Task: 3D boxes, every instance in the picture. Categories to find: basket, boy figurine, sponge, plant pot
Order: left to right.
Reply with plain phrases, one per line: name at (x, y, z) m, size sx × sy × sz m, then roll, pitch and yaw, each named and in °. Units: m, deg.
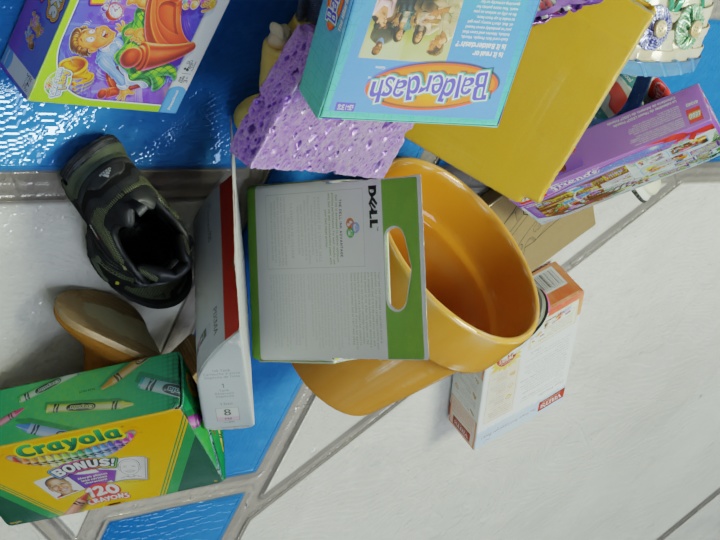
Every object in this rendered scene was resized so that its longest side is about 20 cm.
boy figurine at (-0.037, -0.174, 1.238) m, size 0.124 × 0.064 × 0.201 m, roll -24°, pitch 148°, yaw -51°
sponge at (-0.013, -0.127, 1.235) m, size 0.112 × 0.030 × 0.199 m, roll -58°, pitch 156°, yaw 18°
plant pot at (0.031, 0.032, 1.458) m, size 0.199 × 0.202 × 0.183 m, roll 4°, pitch 142°, yaw -49°
basket at (0.214, -0.207, 1.402) m, size 0.175 × 0.139 × 0.201 m, roll -11°, pitch 138°, yaw -40°

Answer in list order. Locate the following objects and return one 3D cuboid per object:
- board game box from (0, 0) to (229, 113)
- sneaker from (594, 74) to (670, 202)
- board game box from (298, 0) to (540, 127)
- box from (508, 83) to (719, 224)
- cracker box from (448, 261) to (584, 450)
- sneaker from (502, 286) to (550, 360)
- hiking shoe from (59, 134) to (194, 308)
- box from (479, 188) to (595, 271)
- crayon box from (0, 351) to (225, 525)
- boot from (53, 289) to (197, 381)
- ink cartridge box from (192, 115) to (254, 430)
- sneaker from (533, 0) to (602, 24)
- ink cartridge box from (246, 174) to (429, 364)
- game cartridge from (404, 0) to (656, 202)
board game box at (-0.149, -0.206, 1.096) m, size 0.134 × 0.045 × 0.201 m, roll -1°, pitch 130°, yaw -47°
sneaker at (0.286, -0.141, 1.621) m, size 0.093 × 0.071 × 0.200 m, roll -40°, pitch 146°, yaw 8°
board game box at (0.054, -0.199, 1.109) m, size 0.150 × 0.045 × 0.202 m, roll 0°, pitch 125°, yaw -27°
box at (0.240, -0.106, 1.502) m, size 0.198 × 0.040 × 0.137 m, roll -21°, pitch 165°, yaw 15°
cracker box at (0.172, 0.098, 1.794) m, size 0.133 × 0.058 × 0.201 m, roll -26°, pitch 143°, yaw -23°
sneaker at (0.097, 0.050, 1.598) m, size 0.197 × 0.074 × 0.088 m, roll -13°, pitch 153°, yaw -5°
hiking shoe at (-0.170, -0.013, 1.249) m, size 0.075 × 0.101 × 0.201 m, roll -36°, pitch 148°, yaw -8°
box at (0.157, -0.040, 1.648) m, size 0.199 × 0.021 × 0.164 m, roll -37°, pitch 147°, yaw -11°
crayon box at (-0.223, 0.142, 1.325) m, size 0.197 × 0.059 × 0.119 m, roll -12°, pitch 141°, yaw 8°
boot at (-0.221, 0.100, 1.360) m, size 0.144 × 0.071 × 0.200 m, roll -44°, pitch 143°, yaw 17°
ink cartridge box at (-0.115, 0.005, 1.273) m, size 0.056 × 0.164 × 0.201 m, roll -7°, pitch 141°, yaw 1°
sneaker at (0.141, -0.216, 1.249) m, size 0.083 × 0.081 × 0.200 m, roll 33°, pitch 119°, yaw -16°
ink cartridge box at (0.000, 0.000, 1.303) m, size 0.075 × 0.199 × 0.150 m, roll -3°, pitch 91°, yaw -46°
game cartridge at (0.120, -0.175, 1.327) m, size 0.201 × 0.175 × 0.032 m, roll -59°, pitch -179°, yaw 27°
